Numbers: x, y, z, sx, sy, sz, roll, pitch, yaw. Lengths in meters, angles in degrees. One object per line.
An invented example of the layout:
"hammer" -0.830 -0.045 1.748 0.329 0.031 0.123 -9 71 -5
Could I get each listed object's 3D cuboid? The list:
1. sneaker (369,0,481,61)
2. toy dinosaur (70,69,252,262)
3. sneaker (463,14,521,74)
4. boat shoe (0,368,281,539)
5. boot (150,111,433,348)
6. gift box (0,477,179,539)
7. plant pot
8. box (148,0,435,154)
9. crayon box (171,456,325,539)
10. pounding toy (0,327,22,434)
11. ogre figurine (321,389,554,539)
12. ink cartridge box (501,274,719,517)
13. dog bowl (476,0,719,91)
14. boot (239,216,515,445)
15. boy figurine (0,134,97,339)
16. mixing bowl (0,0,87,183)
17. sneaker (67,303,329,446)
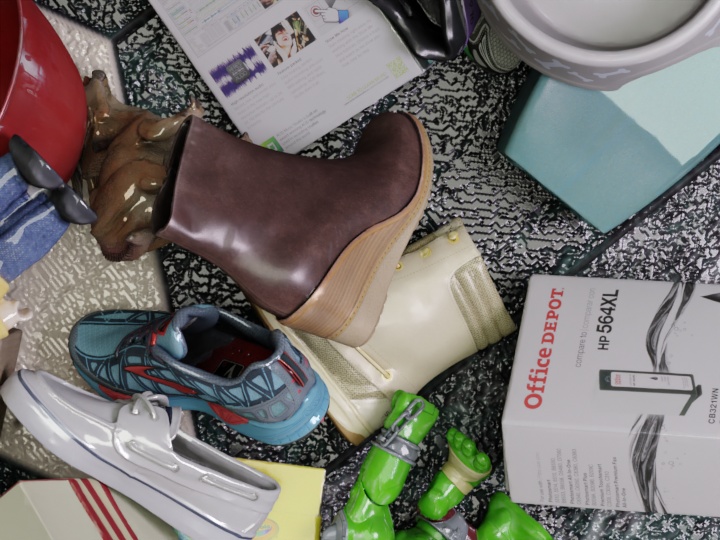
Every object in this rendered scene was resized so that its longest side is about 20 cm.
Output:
"sneaker" 0.017 -0.226 1.521 0.076 0.088 0.200 -25 116 31
"toy dinosaur" -0.154 -0.055 1.567 0.135 0.200 0.086 -19 127 19
"sneaker" 0.125 -0.219 1.584 0.078 0.085 0.200 -5 129 -39
"boat shoe" -0.144 0.113 1.552 0.200 0.074 0.065 33 102 -19
"boot" -0.042 -0.061 1.516 0.166 0.072 0.200 33 50 -22
"gift box" -0.184 0.247 1.510 0.200 0.184 0.187 -40 72 23
"plant pot" 0.192 -0.131 1.598 0.141 0.141 0.200 38 94 -3
"box" -0.062 -0.187 1.589 0.144 0.036 0.200 -30 100 26
"crayon box" -0.096 0.227 1.625 0.127 0.051 0.201 8 91 -3
"pounding toy" -0.334 0.050 1.540 0.199 0.184 0.143 13 90 -4
"ogre figurine" 0.059 0.191 1.614 0.120 0.098 0.200 -45 130 -8
"ink cartridge box" 0.203 0.084 1.565 0.199 0.146 0.084 3 135 12
"dog bowl" 0.163 -0.216 1.495 0.199 0.059 0.201 0 89 11
"boot" 0.000 0.000 1.616 0.155 0.073 0.200 -34 95 -2
"boy figurine" -0.263 0.003 1.437 0.200 0.064 0.124 -42 117 -7
"mixing bowl" -0.256 -0.098 1.559 0.108 0.200 0.200 30 89 -43
"sneaker" -0.116 0.049 1.570 0.200 0.096 0.079 11 56 26
